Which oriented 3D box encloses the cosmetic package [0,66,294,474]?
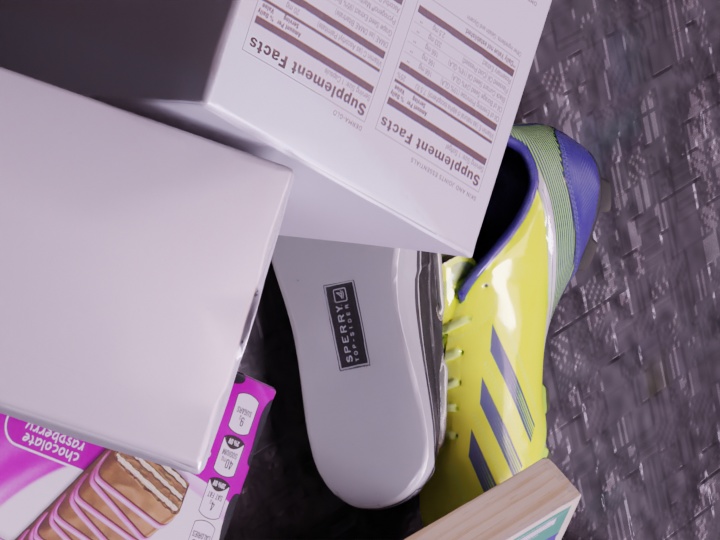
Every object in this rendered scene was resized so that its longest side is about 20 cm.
[{"bbox_3d":[-0.134,-0.012,0.815,0.199,0.081,0.114,21,82,-13],"label":"cosmetic package"}]

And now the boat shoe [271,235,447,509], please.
[{"bbox_3d":[0.000,0.000,1.020,0.064,0.070,0.202,-15,101,-74],"label":"boat shoe"}]

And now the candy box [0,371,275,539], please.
[{"bbox_3d":[-0.127,0.114,0.907,0.136,0.061,0.201,27,79,-42],"label":"candy box"}]

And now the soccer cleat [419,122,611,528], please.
[{"bbox_3d":[0.053,0.030,1.068,0.083,0.064,0.202,19,84,-42],"label":"soccer cleat"}]

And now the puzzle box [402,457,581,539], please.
[{"bbox_3d":[0.000,0.165,1.006,0.199,0.025,0.134,-26,150,-32],"label":"puzzle box"}]

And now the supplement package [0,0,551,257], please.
[{"bbox_3d":[-0.026,-0.129,0.905,0.150,0.151,0.201,28,76,-42],"label":"supplement package"}]
